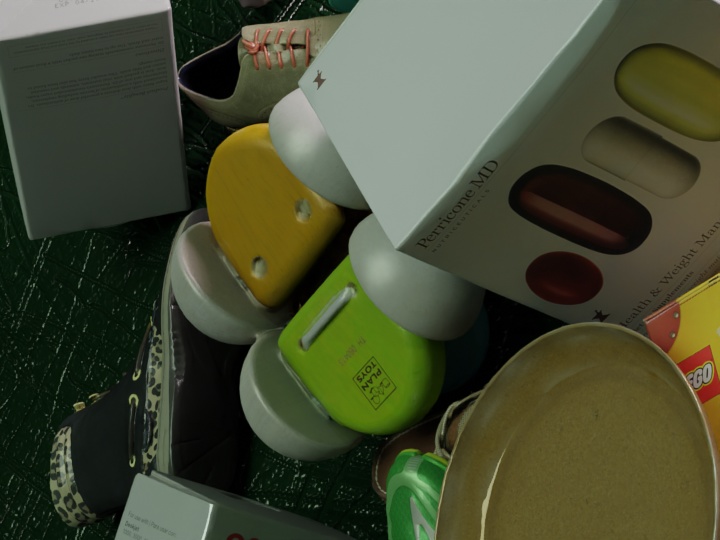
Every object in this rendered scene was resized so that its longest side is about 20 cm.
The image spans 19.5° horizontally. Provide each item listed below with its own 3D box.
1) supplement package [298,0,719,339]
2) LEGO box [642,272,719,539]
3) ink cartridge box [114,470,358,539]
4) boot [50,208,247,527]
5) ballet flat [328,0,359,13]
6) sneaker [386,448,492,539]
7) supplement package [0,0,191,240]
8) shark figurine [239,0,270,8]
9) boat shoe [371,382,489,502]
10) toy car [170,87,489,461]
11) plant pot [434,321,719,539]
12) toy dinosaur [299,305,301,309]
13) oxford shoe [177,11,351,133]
[{"bbox_3d":[0.116,-0.093,1.085,0.192,0.199,0.148,-51,43,21],"label":"supplement package"},{"bbox_3d":[0.242,0.050,0.974,0.199,0.077,0.150,-35,51,35],"label":"LEGO box"},{"bbox_3d":[-0.085,0.233,1.212,0.084,0.144,0.202,11,83,50],"label":"ink cartridge box"},{"bbox_3d":[-0.145,0.070,1.411,0.153,0.073,0.206,-22,57,45],"label":"boot"},{"bbox_3d":[0.049,-0.219,1.322,0.199,0.068,0.068,-11,58,44],"label":"ballet flat"},{"bbox_3d":[0.034,0.197,1.112,0.074,0.083,0.202,-1,91,43],"label":"sneaker"},{"bbox_3d":[-0.191,-0.137,1.436,0.201,0.120,0.120,91,165,-51],"label":"supplement package"},{"bbox_3d":[-0.050,-0.282,1.419,0.128,0.089,0.216,-135,65,-71],"label":"shark figurine"},{"bbox_3d":[0.074,0.092,1.151,0.199,0.071,0.077,-20,59,42],"label":"boat shoe"},{"bbox_3d":[0.000,0.000,1.206,0.175,0.149,0.201,-49,63,33],"label":"toy car"},{"bbox_3d":[0.109,0.126,1.023,0.199,0.027,0.202,-23,61,49],"label":"plant pot"},{"bbox_3d":[-0.011,0.030,1.302,0.199,0.060,0.107,18,118,46],"label":"toy dinosaur"},{"bbox_3d":[-0.042,-0.133,1.377,0.199,0.074,0.071,-19,59,42],"label":"oxford shoe"}]
